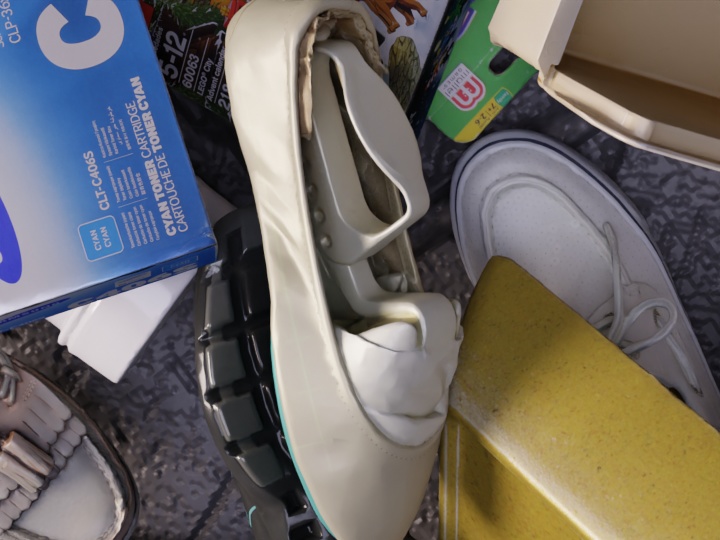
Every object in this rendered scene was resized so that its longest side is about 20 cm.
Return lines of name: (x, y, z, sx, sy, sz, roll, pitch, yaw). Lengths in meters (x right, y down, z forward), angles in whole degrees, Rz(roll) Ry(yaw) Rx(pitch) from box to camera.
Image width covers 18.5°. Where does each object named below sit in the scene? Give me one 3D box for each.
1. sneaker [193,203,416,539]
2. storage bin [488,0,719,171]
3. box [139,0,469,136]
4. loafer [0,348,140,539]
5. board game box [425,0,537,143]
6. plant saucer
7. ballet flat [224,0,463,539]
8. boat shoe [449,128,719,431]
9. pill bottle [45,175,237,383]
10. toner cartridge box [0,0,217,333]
sneaker: (-0.023, 0.074, 0.825, 0.075, 0.079, 0.202, -18, 96, -20)
storage bin: (0.171, -0.132, 0.751, 0.197, 0.094, 0.201, 12, 107, -31)
box: (-0.019, -0.138, 0.785, 0.136, 0.038, 0.201, 29, 131, 9)
loafer: (-0.171, 0.044, 0.847, 0.200, 0.063, 0.072, 39, 80, 3)
board game box: (-0.001, -0.149, 0.846, 0.200, 0.030, 0.096, 44, 104, -1)
plant saucer: (0.086, 0.127, 0.787, 0.048, 0.200, 0.201, -22, 132, -26)
ballet flat: (0.000, 0.000, 0.755, 0.069, 0.069, 0.202, -13, 94, 9)
boat shoe: (0.095, 0.041, 0.845, 0.074, 0.086, 0.203, -26, 99, 11)
pill bottle: (-0.149, -0.048, 0.841, 0.199, 0.112, 0.113, 38, 104, -2)
toner cartridge box: (-0.124, -0.086, 0.769, 0.094, 0.043, 0.202, -18, 85, -5)
